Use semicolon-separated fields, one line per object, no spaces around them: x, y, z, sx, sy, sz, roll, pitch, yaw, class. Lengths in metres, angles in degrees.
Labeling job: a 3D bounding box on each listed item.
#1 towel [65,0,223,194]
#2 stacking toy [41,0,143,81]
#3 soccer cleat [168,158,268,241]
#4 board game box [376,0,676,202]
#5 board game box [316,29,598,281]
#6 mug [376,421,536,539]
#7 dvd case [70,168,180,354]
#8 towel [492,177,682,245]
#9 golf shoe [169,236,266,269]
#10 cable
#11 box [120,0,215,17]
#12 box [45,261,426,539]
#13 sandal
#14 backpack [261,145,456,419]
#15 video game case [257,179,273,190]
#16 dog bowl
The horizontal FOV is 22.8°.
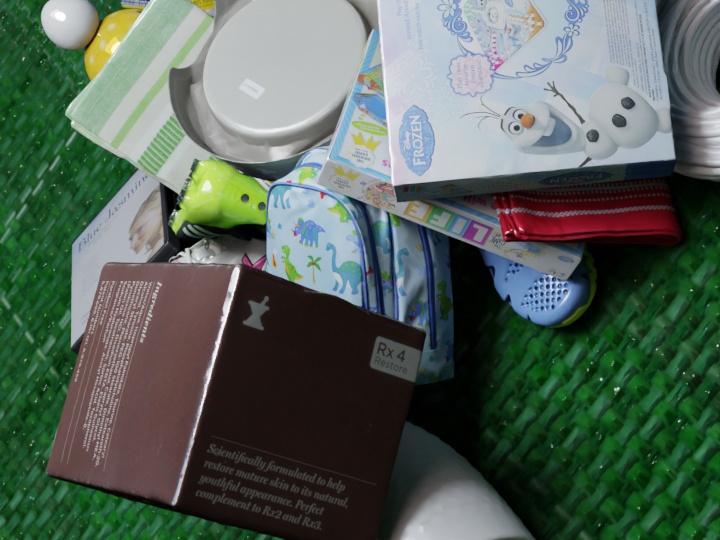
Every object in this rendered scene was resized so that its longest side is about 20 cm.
-0.137;-0.136;1.566;0.153;0.200;0.023;-50;22;14;towel
-0.198;-0.189;1.617;0.146;0.200;0.146;-43;31;34;stacking toy
-0.112;-0.049;1.473;0.200;0.081;0.068;163;130;-82;soccer cleat
0.114;-0.157;1.278;0.199;0.043;0.200;-5;74;3;board game box
0.081;-0.088;1.333;0.034;0.200;0.135;118;172;-55;board game box
0.026;0.214;1.321;0.175;0.147;0.200;49;139;42;mug
-0.221;-0.023;1.661;0.143;0.018;0.200;-47;26;18;dvd case
0.156;-0.104;1.334;0.022;0.144;0.200;119;146;-54;towel
-0.123;0.004;1.563;0.200;0.092;0.073;-54;46;8;golf shoe
0.277;-0.157;1.290;0.200;0.069;0.200;-18;62;35;cable
-0.129;-0.268;1.587;0.200;0.070;0.064;12;44;30;box
-0.091;0.094;1.251;0.200;0.166;0.164;1;73;56;box
0.107;-0.037;1.374;0.079;0.087;0.200;-45;57;17;sandal
0.000;0.000;1.383;0.163;0.154;0.200;20;101;51;backpack
-0.001;-0.093;1.500;0.200;0.018;0.143;-44;74;15;video game case
-0.056;-0.161;1.457;0.200;0.059;0.200;-10;60;17;dog bowl
